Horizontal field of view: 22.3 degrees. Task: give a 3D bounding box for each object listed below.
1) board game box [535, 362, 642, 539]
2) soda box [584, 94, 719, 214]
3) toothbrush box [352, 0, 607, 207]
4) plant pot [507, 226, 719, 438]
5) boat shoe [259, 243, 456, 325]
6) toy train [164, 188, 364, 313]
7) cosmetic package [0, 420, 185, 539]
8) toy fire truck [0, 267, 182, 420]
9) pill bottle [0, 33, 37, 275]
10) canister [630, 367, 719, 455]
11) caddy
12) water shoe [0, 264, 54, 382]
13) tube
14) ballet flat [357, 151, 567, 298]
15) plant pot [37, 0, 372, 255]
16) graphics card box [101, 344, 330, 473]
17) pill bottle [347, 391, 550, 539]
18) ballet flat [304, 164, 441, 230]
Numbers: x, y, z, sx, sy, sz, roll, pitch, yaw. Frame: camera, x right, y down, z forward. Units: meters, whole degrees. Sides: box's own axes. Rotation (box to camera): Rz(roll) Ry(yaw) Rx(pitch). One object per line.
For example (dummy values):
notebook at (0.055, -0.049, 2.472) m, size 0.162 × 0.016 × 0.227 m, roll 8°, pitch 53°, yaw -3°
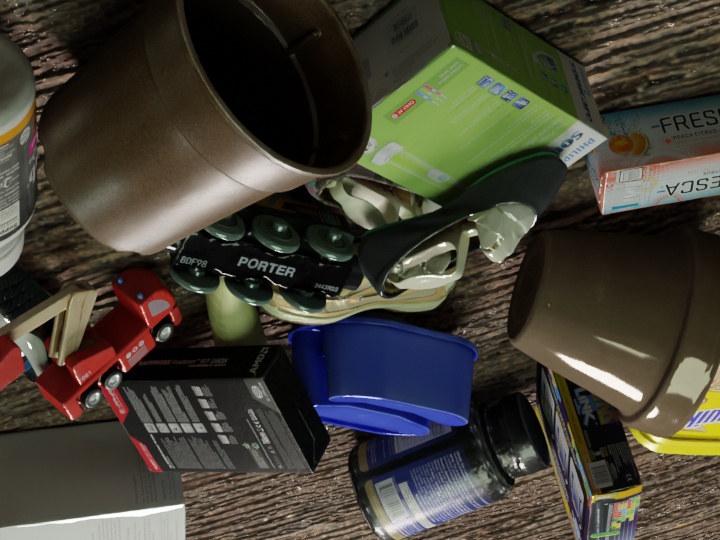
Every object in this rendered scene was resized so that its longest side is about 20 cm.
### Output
board game box at (0.232, 0.181, 1.877) m, size 0.056 × 0.202 × 0.166 m, roll -12°, pitch 145°, yaw -3°
soda box at (0.301, -0.109, 1.622) m, size 0.197 × 0.069 × 0.064 m, roll -9°, pitch 145°, yaw -4°
toothbrush box at (0.082, -0.136, 1.503) m, size 0.199 × 0.087 × 0.145 m, roll 25°, pitch 131°, yaw -39°
plant pot at (0.236, 0.039, 1.727) m, size 0.173 × 0.202 × 0.201 m, roll 16°, pitch 138°, yaw -8°
boat shoe at (0.000, 0.000, 1.670) m, size 0.198 × 0.072 × 0.076 m, roll -7°, pitch 158°, yaw -26°
toy train at (-0.092, -0.030, 1.566) m, size 0.198 × 0.114 × 0.086 m, roll 11°, pitch 122°, yaw -28°
cosmetic package at (-0.280, 0.222, 1.849) m, size 0.197 × 0.114 × 0.082 m, roll -5°, pitch 144°, yaw -8°
toy fire truck at (-0.253, 0.056, 1.610) m, size 0.200 × 0.049 × 0.142 m, roll -43°, pitch 146°, yaw -20°
pill bottle at (-0.310, -0.086, 1.424) m, size 0.115 × 0.117 × 0.201 m, roll -4°, pitch 144°, yaw -12°
canister at (0.385, 0.103, 1.919) m, size 0.147 × 0.087 × 0.201 m, roll 4°, pitch 139°, yaw -22°
caddy at (0.021, 0.092, 1.779) m, size 0.198 × 0.106 × 0.141 m, roll 15°, pitch 160°, yaw -33°
water shoe at (-0.314, 0.048, 1.660) m, size 0.078 × 0.072 × 0.201 m, roll 6°, pitch 150°, yaw 21°
tube at (-0.119, 0.028, 1.677) m, size 0.057 × 0.052 × 0.201 m, roll 19°, pitch 151°, yaw 17°
ballet flat at (0.089, -0.029, 1.523) m, size 0.198 × 0.074 × 0.073 m, roll -24°, pitch 143°, yaw 20°
plant pot at (-0.128, -0.118, 1.383) m, size 0.197 × 0.202 × 0.199 m, roll -30°, pitch 141°, yaw 34°
graphics card box at (-0.139, 0.133, 1.729) m, size 0.198 × 0.051 × 0.126 m, roll -3°, pitch 128°, yaw 34°
pill bottle at (0.096, 0.205, 1.942) m, size 0.198 × 0.113 × 0.112 m, roll -23°, pitch 143°, yaw 15°
ballet flat at (0.027, -0.057, 1.604) m, size 0.199 × 0.072 × 0.069 m, roll 18°, pitch 133°, yaw -36°
